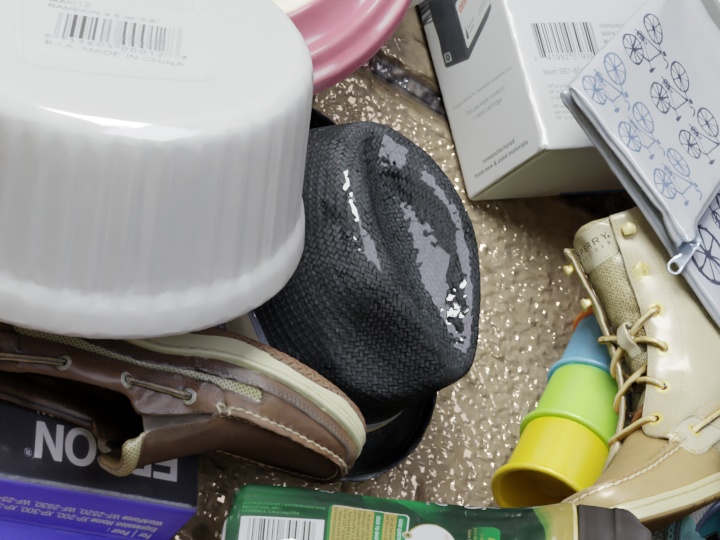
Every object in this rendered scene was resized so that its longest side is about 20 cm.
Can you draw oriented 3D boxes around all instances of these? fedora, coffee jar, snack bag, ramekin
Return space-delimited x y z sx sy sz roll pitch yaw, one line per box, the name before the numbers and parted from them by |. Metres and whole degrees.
fedora | 0.000 0.000 1.022 0.200 0.091 0.202 21 60 -41
coffee jar | 0.036 0.153 0.949 0.198 0.105 0.086 4 53 3
snack bag | 0.197 -0.052 1.111 0.201 0.021 0.189 55 36 -7
ramekin | -0.115 -0.067 0.899 0.199 0.098 0.201 9 33 -6

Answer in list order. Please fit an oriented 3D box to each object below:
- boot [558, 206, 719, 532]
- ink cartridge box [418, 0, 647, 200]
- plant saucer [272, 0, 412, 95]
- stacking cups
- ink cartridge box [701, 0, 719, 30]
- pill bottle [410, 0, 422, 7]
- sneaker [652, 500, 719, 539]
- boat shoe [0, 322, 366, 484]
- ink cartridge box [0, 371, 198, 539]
boot | 0.143 0.050 1.058 0.199 0.073 0.156 -21 84 -44
ink cartridge box | 0.114 -0.150 1.187 0.144 0.084 0.202 -5 74 -34
plant saucer | -0.065 -0.180 1.024 0.199 0.051 0.202 0 71 0
stacking cups | 0.134 0.056 1.140 0.060 0.060 0.201 40 50 -12
ink cartridge box | 0.287 -0.130 1.289 0.199 0.084 0.145 -24 85 -36
pill bottle | -0.008 -0.246 1.131 0.111 0.111 0.202 3 69 -31
sneaker | 0.225 0.140 1.138 0.199 0.086 0.078 -31 90 -37
boat shoe | -0.096 0.062 0.926 0.201 0.075 0.075 24 59 -12
ink cartridge box | -0.168 0.059 0.947 0.197 0.043 0.202 13 65 -30
